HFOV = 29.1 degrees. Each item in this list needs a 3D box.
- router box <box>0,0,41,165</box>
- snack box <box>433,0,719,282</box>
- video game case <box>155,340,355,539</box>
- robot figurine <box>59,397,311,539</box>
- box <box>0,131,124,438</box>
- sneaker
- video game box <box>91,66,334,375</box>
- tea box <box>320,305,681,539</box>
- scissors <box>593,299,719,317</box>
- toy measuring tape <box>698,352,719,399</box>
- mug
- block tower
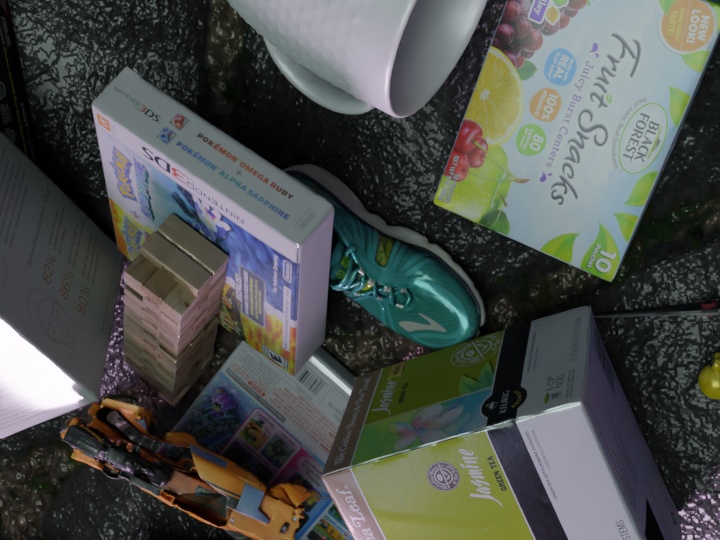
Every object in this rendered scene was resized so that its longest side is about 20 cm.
[{"bbox_3d":[-0.367,-0.143,1.116,0.197,0.062,0.152,-3,105,19],"label":"router box"},{"bbox_3d":[0.150,-0.114,0.955,0.141,0.053,0.202,23,112,9],"label":"snack box"},{"bbox_3d":[-0.049,0.158,1.124,0.200,0.024,0.183,41,115,2],"label":"video game case"},{"bbox_3d":[-0.136,0.154,1.072,0.198,0.145,0.059,26,81,0],"label":"robot figurine"},{"bbox_3d":[-0.286,0.001,1.041,0.105,0.154,0.200,-21,132,23],"label":"box"},{"bbox_3d":[0.000,0.000,1.027,0.199,0.080,0.078,33,114,6],"label":"sneaker"},{"bbox_3d":[-0.105,-0.029,1.000,0.181,0.047,0.201,36,154,16],"label":"video game box"},{"bbox_3d":[0.106,0.163,0.989,0.195,0.134,0.202,-18,112,20],"label":"tea box"},{"bbox_3d":[0.260,0.023,0.975,0.198,0.073,0.014,2,123,43],"label":"scissors"},{"bbox_3d":[0.330,0.066,0.942,0.197,0.074,0.075,-2,106,19],"label":"toy measuring tape"},{"bbox_3d":[-0.017,-0.192,0.951,0.174,0.148,0.201,30,144,16],"label":"mug"},{"bbox_3d":[-0.141,0.034,1.036,0.058,0.054,0.201,37,155,10],"label":"block tower"}]
